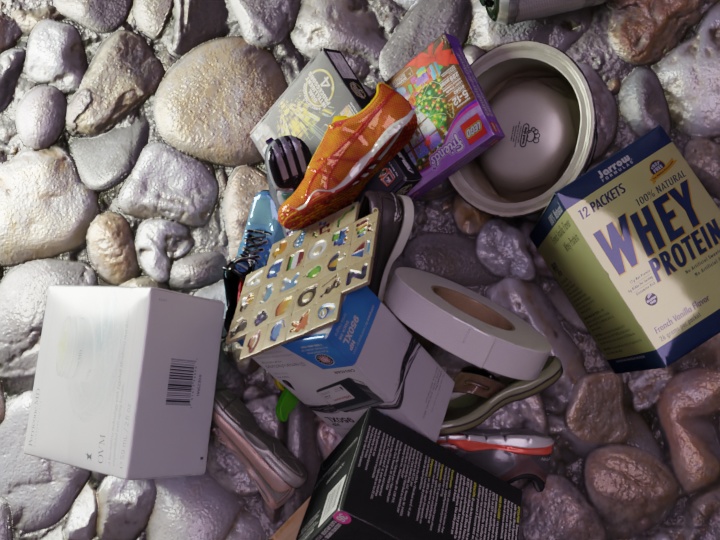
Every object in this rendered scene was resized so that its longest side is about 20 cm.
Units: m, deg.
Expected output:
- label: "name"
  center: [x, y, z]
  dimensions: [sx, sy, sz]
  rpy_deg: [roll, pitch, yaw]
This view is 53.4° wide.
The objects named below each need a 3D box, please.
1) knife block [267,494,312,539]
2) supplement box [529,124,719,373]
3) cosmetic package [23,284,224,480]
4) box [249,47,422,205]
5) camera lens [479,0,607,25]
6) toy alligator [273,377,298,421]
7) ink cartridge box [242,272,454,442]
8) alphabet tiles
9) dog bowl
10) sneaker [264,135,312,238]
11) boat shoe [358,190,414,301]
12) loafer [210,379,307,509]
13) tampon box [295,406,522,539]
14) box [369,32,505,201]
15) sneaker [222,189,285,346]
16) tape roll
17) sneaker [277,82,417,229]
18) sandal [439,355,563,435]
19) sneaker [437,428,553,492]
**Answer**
- label: "knife block"
  center: [-0.066, 0.311, 0.805]
  dimensions: [0.064, 0.176, 0.200]
  rpy_deg: [44, 88, 10]
- label: "supplement box"
  center: [0.307, -0.011, 0.797]
  dimensions: [0.132, 0.200, 0.203]
  rpy_deg: [-30, 78, 0]
- label: "cosmetic package"
  center: [-0.282, 0.127, 0.853]
  dimensions: [0.196, 0.122, 0.206]
  rpy_deg: [-1, 80, 35]
- label: "box"
  center: [-0.036, -0.146, 0.903]
  dimensions: [0.161, 0.049, 0.203]
  rpy_deg: [-39, 76, 33]
- label: "camera lens"
  center: [0.240, -0.404, 0.886]
  dimensions: [0.194, 0.160, 0.165]
  rpy_deg: [-11, 80, 5]
- label: "toy alligator"
  center: [-0.066, 0.091, 0.906]
  dimensions: [0.053, 0.059, 0.206]
  rpy_deg: [19, 70, -33]
- label: "ink cartridge box"
  center: [-0.009, 0.106, 0.795]
  dimensions: [0.142, 0.200, 0.086]
  rpy_deg: [-12, 42, 43]
- label: "alphabet tiles"
  center: [-0.063, 0.009, 0.766]
  dimensions: [0.197, 0.006, 0.169]
  rpy_deg: [-24, 39, 30]
- label: "dog bowl"
  center: [0.196, -0.164, 0.865]
  dimensions: [0.196, 0.073, 0.207]
  rpy_deg: [0, 89, 34]
- label: "sneaker"
  center: [-0.071, -0.069, 0.888]
  dimensions: [0.073, 0.087, 0.206]
  rpy_deg: [-17, 108, -15]
- label: "boat shoe"
  center: [0.000, 0.000, 0.853]
  dimensions: [0.059, 0.072, 0.206]
  rpy_deg: [9, 115, -25]
- label: "loafer"
  center: [-0.155, 0.210, 0.889]
  dimensions: [0.199, 0.072, 0.063]
  rpy_deg: [43, 95, 8]
- label: "tampon box"
  center: [0.049, 0.275, 0.767]
  dimensions: [0.197, 0.151, 0.128]
  rpy_deg: [29, 43, -6]
- label: "box"
  center: [0.065, -0.171, 0.885]
  dimensions: [0.198, 0.039, 0.140]
  rpy_deg: [-33, 76, 33]
- label: "sneaker"
  center: [-0.127, -0.005, 0.896]
  dimensions: [0.076, 0.090, 0.206]
  rpy_deg: [1, 77, 22]
- label: "tape roll"
  center: [0.120, 0.057, 0.809]
  dimensions: [0.199, 0.202, 0.038]
  rpy_deg: [28, 102, 10]
- label: "sneaker"
  center: [-0.023, -0.126, 0.819]
  dimensions: [0.199, 0.073, 0.077]
  rpy_deg: [-43, 74, 1]
- label: "sandal"
  center: [0.145, 0.138, 0.855]
  dimensions: [0.197, 0.080, 0.059]
  rpy_deg: [-24, 97, -7]
- label: "sneaker"
  center: [0.131, 0.231, 0.847]
  dimensions: [0.194, 0.077, 0.085]
  rpy_deg: [1, 87, 8]
